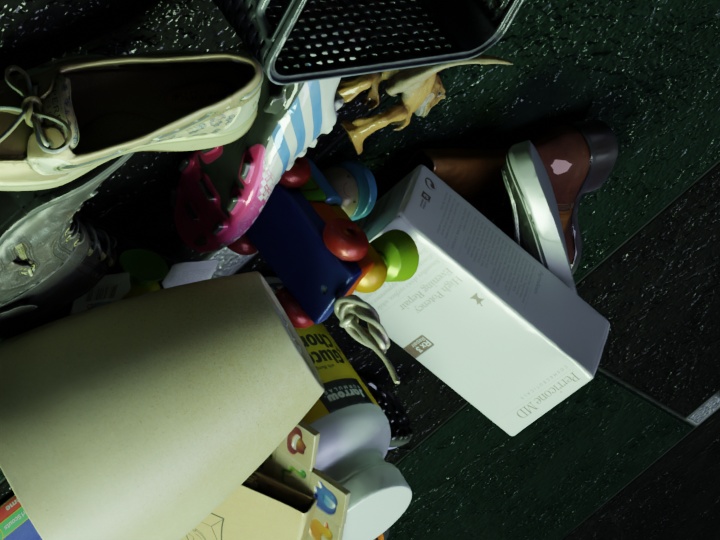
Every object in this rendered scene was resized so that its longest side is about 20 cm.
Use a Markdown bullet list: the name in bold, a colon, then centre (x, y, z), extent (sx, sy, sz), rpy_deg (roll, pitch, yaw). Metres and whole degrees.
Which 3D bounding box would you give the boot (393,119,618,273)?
- **boot**: centre (0.097, -0.030, 1.854), extent (0.199, 0.069, 0.189), rpy_deg (-14, 147, -37)

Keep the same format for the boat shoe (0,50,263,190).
- **boat shoe**: centre (-0.156, -0.098, 1.388), extent (0.199, 0.074, 0.063), rpy_deg (-14, 167, -14)

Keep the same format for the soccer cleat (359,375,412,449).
- **soccer cleat**: centre (-0.038, 0.132, 1.970), extent (0.199, 0.068, 0.073), rpy_deg (4, 142, -49)

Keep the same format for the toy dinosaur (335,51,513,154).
- **toy dinosaur**: centre (0.031, -0.132, 1.597), extent (0.106, 0.061, 0.200), rpy_deg (-29, -177, -4)

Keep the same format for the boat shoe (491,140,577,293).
- **boat shoe**: centre (0.128, -0.013, 1.804), extent (0.063, 0.071, 0.201), rpy_deg (-12, 132, 6)

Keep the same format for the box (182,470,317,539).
- **box**: centre (-0.124, 0.207, 1.737), extent (0.021, 0.163, 0.201), rpy_deg (-57, 167, -47)

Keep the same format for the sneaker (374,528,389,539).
- **sneaker**: centre (-0.059, 0.162, 1.857), extent (0.112, 0.200, 0.078), rpy_deg (-28, 161, -51)

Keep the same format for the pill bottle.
- **pill bottle**: centre (-0.047, 0.111, 1.759), extent (0.112, 0.200, 0.112), rpy_deg (-28, 153, -16)

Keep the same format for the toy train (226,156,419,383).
- **toy train**: centre (0.000, 0.000, 1.639), extent (0.115, 0.200, 0.085), rpy_deg (-10, 144, -50)

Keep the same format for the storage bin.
- **storage bin**: centre (0.015, -0.202, 1.437), extent (0.199, 0.094, 0.135), rpy_deg (-13, 146, -41)

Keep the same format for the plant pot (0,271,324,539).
- **plant pot**: centre (-0.132, 0.089, 1.564), extent (0.199, 0.188, 0.187), rpy_deg (-30, 154, 2)

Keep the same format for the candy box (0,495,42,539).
- **candy box**: centre (-0.204, 0.216, 1.886), extent (0.169, 0.077, 0.200), rpy_deg (-37, 155, 4)

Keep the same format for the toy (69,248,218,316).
- **toy**: centre (-0.185, 0.063, 1.690), extent (0.115, 0.047, 0.201), rpy_deg (-9, 139, -37)

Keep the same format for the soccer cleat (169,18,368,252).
- **soccer cleat**: centre (-0.057, -0.088, 1.565), extent (0.086, 0.070, 0.200), rpy_deg (-10, 144, -42)

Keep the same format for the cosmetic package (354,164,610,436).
- **cosmetic package**: centre (0.080, 0.024, 1.762), extent (0.102, 0.200, 0.074), rpy_deg (-40, -163, 39)

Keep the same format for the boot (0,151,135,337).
- **boot**: centre (-0.198, -0.034, 1.508), extent (0.200, 0.069, 0.174), rpy_deg (-35, 160, 7)

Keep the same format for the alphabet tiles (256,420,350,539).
- **alphabet tiles**: centre (-0.079, 0.167, 1.724), extent (0.008, 0.167, 0.201), rpy_deg (-33, 145, -40)
